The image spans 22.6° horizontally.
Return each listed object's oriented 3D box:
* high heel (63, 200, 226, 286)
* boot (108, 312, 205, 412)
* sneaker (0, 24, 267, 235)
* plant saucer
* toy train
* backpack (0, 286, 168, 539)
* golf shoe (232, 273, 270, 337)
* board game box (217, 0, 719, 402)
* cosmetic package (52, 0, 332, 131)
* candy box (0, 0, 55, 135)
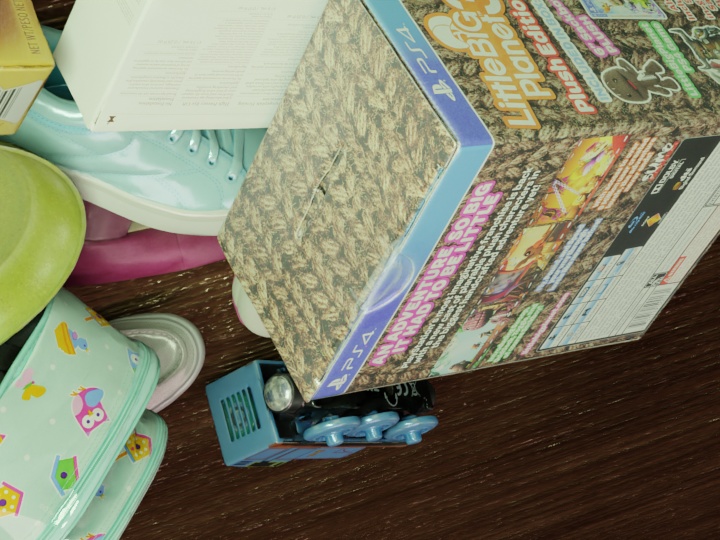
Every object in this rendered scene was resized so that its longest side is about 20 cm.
[{"bbox_3d":[-0.096,-0.022,1.073,0.200,0.067,0.096,10,135,-29],"label":"high heel"},{"bbox_3d":[-0.200,0.081,1.181,0.200,0.074,0.096,-21,179,0],"label":"boot"},{"bbox_3d":[-0.105,-0.074,0.886,0.200,0.074,0.082,11,143,-26],"label":"sneaker"},{"bbox_3d":[-0.229,-0.003,0.853,0.200,0.031,0.200,-23,152,-14],"label":"plant saucer"},{"bbox_3d":[-0.025,0.107,1.431,0.114,0.087,0.200,-25,162,32],"label":"toy train"},{"bbox_3d":[-0.200,0.098,1.017,0.200,0.153,0.176,-25,-149,58],"label":"backpack"},{"bbox_3d":[0.000,0.000,0.963,0.075,0.092,0.200,3,151,-40],"label":"golf shoe"},{"bbox_3d":[0.065,-0.042,0.787,0.200,0.097,0.159,-8,144,-35],"label":"board game box"},{"bbox_3d":[-0.022,-0.105,0.763,0.200,0.051,0.083,-4,140,-37],"label":"cosmetic package"},{"bbox_3d":[-0.229,-0.107,0.681,0.200,0.117,0.056,-8,155,-34],"label":"candy box"}]
